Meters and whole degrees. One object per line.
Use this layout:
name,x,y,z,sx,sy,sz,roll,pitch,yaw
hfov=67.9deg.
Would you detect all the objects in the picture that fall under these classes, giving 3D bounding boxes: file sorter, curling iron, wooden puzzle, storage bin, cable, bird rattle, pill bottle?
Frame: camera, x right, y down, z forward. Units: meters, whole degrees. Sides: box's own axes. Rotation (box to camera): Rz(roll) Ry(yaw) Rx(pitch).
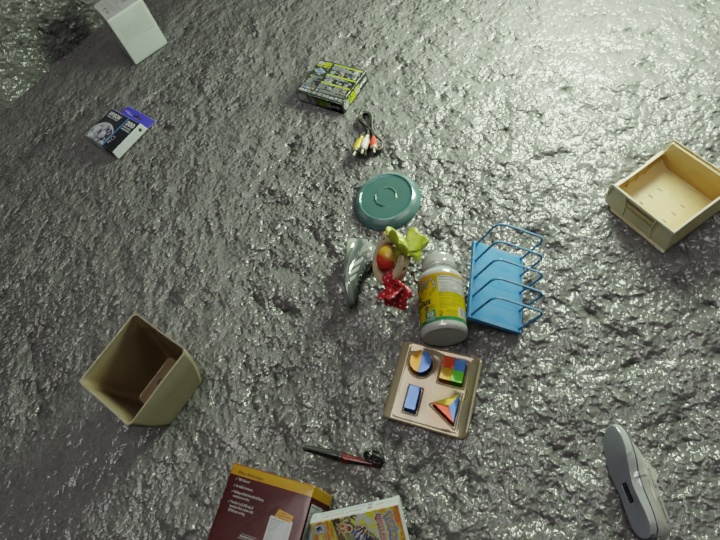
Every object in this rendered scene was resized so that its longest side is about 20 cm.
file sorter,0.335,0.016,1.219,0.136,0.123,0.204,16,62,-10
curling iron,-0.036,0.404,1.181,0.195,0.025,0.051,1,97,20
wooden puzzle,0.161,0.260,1.201,0.195,0.047,0.189,9,63,21
storage bin,0.728,-0.182,1.271,0.198,0.094,0.200,-34,57,-5
cable,0.028,-0.426,1.639,0.095,0.051,0.204,-3,61,13
bird rattle,0.086,-0.014,1.321,0.110,0.205,0.163,2,19,-30
pill bottle,0.191,0.064,1.268,0.110,0.113,0.204,-7,59,12

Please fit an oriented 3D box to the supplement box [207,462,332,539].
supplement box,-0.187,0.530,1.089,0.193,0.134,0.204,7,62,20

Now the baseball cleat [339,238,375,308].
baseball cleat,0.000,0.000,1.387,0.104,0.070,0.204,-3,63,6

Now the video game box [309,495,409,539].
video game box,0.012,0.554,1.018,0.178,0.047,0.205,-15,88,4

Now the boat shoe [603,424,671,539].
boat shoe,0.528,0.394,1.013,0.068,0.072,0.204,3,53,-15

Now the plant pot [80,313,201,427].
plant pot,-0.510,0.265,1.310,0.197,0.178,0.202,26,70,27

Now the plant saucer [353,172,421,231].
plant saucer,0.073,-0.203,1.511,0.195,0.028,0.204,-7,59,11

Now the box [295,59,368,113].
box,-0.095,-0.620,1.793,0.197,0.045,0.162,24,69,26

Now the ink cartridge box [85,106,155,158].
ink cartridge box,-0.880,-0.523,1.962,0.196,0.044,0.201,28,70,28

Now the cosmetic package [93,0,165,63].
cosmetic package,-0.922,-0.988,2.152,0.165,0.201,0.167,-39,57,-10
